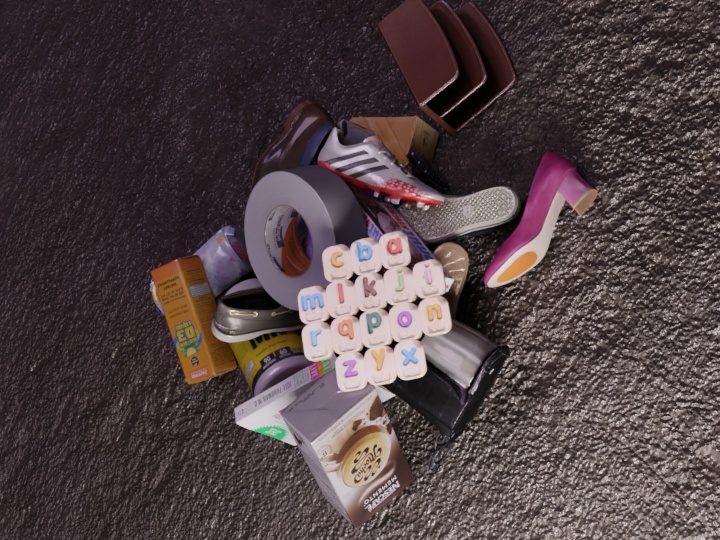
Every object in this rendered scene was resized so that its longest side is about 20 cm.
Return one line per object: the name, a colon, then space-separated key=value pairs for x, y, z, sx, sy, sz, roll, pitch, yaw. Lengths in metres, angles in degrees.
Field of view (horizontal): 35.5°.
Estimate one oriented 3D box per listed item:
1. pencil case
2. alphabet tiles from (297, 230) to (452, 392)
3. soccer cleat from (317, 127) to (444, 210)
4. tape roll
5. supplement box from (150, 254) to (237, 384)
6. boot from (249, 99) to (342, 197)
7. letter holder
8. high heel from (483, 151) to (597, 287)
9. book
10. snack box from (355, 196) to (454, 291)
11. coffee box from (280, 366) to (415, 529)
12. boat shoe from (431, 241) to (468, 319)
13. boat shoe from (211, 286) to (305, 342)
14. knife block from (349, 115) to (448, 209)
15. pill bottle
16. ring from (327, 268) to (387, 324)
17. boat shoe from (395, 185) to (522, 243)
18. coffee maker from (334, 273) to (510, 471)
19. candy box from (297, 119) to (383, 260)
pencil case: x=-0.268 y=0.004 z=1.923 sx=0.199 sy=0.091 sz=0.083 roll=-33 pitch=11 yaw=24
alphabet tiles: x=0.017 y=0.053 z=1.455 sx=0.198 sy=0.015 sz=0.198 roll=-13 pitch=71 yaw=12
soccer cleat: x=0.031 y=-0.145 z=1.600 sx=0.198 sy=0.069 sz=0.086 roll=19 pitch=93 yaw=21
tape roll: x=-0.080 y=-0.047 z=1.611 sx=0.199 sy=0.066 sz=0.203 roll=17 pitch=114 yaw=43
supplement box: x=-0.275 y=0.081 z=1.852 sx=0.066 sy=0.069 sz=0.202 roll=-22 pitch=88 yaw=29
boot: x=-0.098 y=-0.152 z=1.684 sx=0.097 sy=0.074 sz=0.201 roll=38 pitch=105 yaw=51
letter holder: x=0.135 y=-0.336 z=1.724 sx=0.142 sy=0.100 sz=0.201 roll=-38 pitch=50 yaw=19
high heel: x=0.224 y=-0.071 z=1.540 sx=0.200 sy=0.067 sz=0.096 roll=-47 pitch=57 yaw=7
book: x=-0.067 y=0.185 z=1.636 sx=0.199 sy=0.133 sz=0.048 roll=-31 pitch=53 yaw=27
snack box: x=0.053 y=-0.039 z=1.560 sx=0.024 sy=0.071 sz=0.200 roll=-63 pitch=37 yaw=23
coffee box: x=-0.014 y=0.236 z=1.502 sx=0.113 sy=0.201 sz=0.080 roll=-38 pitch=44 yaw=-17
boat shoe: x=0.106 y=0.053 z=1.595 sx=0.071 sy=0.065 sz=0.202 roll=18 pitch=103 yaw=7
boat shoe: x=-0.128 y=0.051 z=1.685 sx=0.072 sy=0.200 sz=0.061 roll=48 pitch=139 yaw=37
knife block: x=0.048 y=-0.146 z=1.735 sx=0.199 sy=0.064 sz=0.177 roll=6 pitch=75 yaw=42
pill bottle: x=-0.142 y=0.113 z=1.746 sx=0.114 sy=0.114 sz=0.201 roll=-46 pitch=48 yaw=15
ring: x=0.000 y=0.000 z=1.724 sx=0.200 sy=0.019 sz=0.203 roll=-25 pitch=56 yaw=43
boat shoe: x=0.141 y=-0.077 z=1.611 sx=0.198 sy=0.062 sz=0.076 roll=-10 pitch=75 yaw=26
coffee maker: x=0.068 y=0.129 z=1.499 sx=0.199 sy=0.135 sz=0.193 roll=33 pitch=83 yaw=18
candy box: x=-0.046 y=-0.101 z=1.721 sx=0.167 sy=0.071 sz=0.202 roll=-28 pitch=59 yaw=41
